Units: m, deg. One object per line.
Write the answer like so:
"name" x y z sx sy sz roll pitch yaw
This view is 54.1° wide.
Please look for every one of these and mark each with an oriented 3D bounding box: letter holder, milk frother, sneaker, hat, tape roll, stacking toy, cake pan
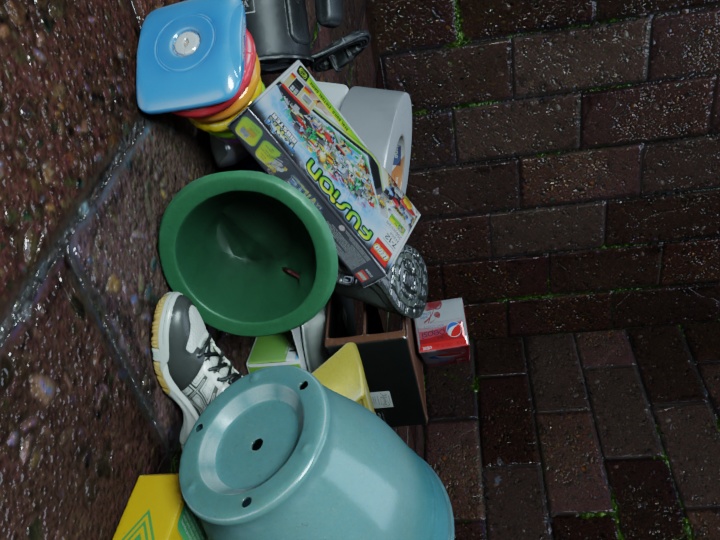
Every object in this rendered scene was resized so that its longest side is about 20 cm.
"letter holder" 0.024 0.094 0.926 0.202 0.099 0.144 74 12 -48
"milk frother" -0.088 -0.355 0.907 0.200 0.177 0.192 -37 122 -75
"sneaker" 0.000 0.000 0.775 0.199 0.090 0.077 28 69 -42
"sneaker" -0.132 -0.182 0.865 0.201 0.079 0.072 -73 158 -62
"sneaker" -0.134 0.108 0.671 0.076 0.086 0.203 -73 155 -62
"hat" -0.102 -0.045 0.721 0.177 0.197 0.168 -69 142 -62
"tape roll" 0.014 -0.114 0.846 0.200 0.065 0.204 9 90 -79
"stacking toy" -0.134 -0.172 0.723 0.200 0.108 0.118 55 31 -66
"cake pan" -0.039 0.070 0.960 0.200 0.036 0.204 -5 90 -81

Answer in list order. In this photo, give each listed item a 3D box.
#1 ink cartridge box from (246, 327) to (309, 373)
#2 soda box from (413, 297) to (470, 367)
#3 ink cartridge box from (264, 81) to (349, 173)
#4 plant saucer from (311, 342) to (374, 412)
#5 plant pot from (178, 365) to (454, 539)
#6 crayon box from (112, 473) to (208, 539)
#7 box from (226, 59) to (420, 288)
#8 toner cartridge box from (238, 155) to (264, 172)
"ink cartridge box" -0.101 0.076 0.928 0.149 0.074 0.203 -78 159 -60
"soda box" 0.114 0.091 0.978 0.200 0.069 0.065 55 26 -74
"ink cartridge box" -0.051 -0.127 0.896 0.200 0.083 0.147 56 43 -74
"plant saucer" -0.048 0.215 0.817 0.199 0.048 0.202 -38 138 -23
"plant pot" -0.045 0.186 0.589 0.202 0.197 0.189 -85 151 -47
"crayon box" -0.157 0.258 0.560 0.201 0.051 0.127 -80 162 -55
"box" -0.028 -0.093 0.684 0.201 0.034 0.111 49 41 -16
"toner cartridge box" -0.125 -0.087 0.899 0.201 0.042 0.096 -87 164 -66
